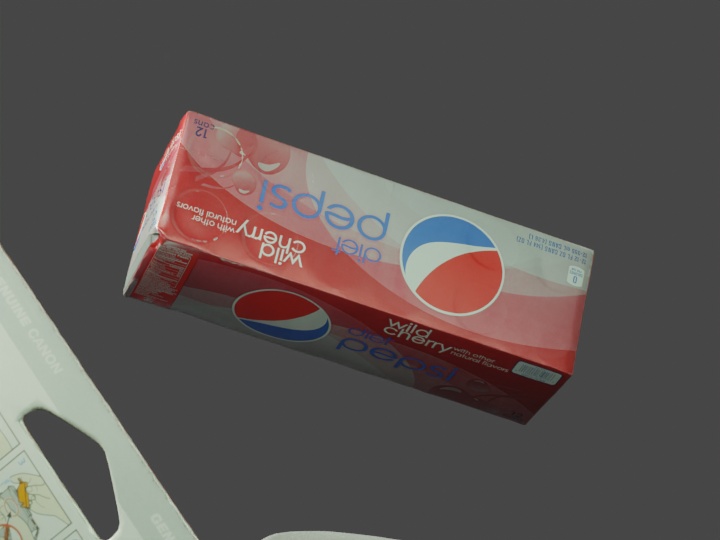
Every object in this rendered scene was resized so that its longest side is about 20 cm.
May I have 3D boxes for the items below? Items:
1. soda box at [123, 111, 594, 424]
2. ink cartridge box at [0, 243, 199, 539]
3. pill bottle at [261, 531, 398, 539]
[{"bbox_3d":[0.000,0.000,1.218,0.199,0.063,0.070,18,61,-11],"label":"soda box"},{"bbox_3d":[-0.148,0.112,1.062,0.173,0.044,0.200,-38,79,15],"label":"ink cartridge box"},{"bbox_3d":[-0.006,0.210,1.048,0.111,0.111,0.201,9,97,-15],"label":"pill bottle"}]
